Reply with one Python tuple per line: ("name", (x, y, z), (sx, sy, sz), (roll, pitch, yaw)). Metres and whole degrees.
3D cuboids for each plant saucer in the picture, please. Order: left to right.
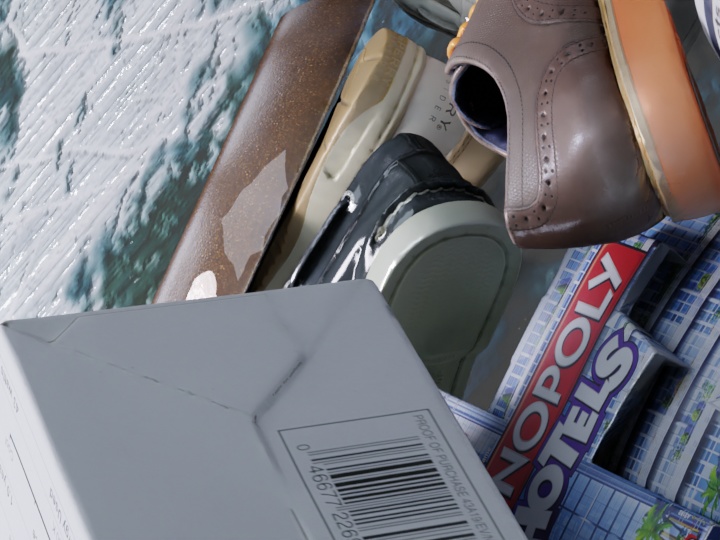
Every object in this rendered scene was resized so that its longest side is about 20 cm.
("plant saucer", (-0.048, -0.022, 1.110), (0.200, 0.032, 0.201), (-156, 90, -86))

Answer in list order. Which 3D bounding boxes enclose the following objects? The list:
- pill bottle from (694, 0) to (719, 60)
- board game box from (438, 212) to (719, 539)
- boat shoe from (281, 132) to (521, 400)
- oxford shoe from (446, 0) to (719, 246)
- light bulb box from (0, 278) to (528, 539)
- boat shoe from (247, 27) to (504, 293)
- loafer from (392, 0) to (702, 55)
("pill bottle", (0.162, -0.076, 0.834), (0.111, 0.111, 0.200), (-53, 32, 17))
("board game box", (0.073, 0.065, 0.912), (0.200, 0.062, 0.200), (22, 86, 59))
("boat shoe", (-0.009, 0.034, 1.008), (0.066, 0.074, 0.200), (63, 145, 37))
("oxford shoe", (0.057, -0.086, 0.927), (0.073, 0.071, 0.200), (-21, 40, 7))
("light bulb box", (-0.032, 0.143, 0.855), (0.198, 0.125, 0.200), (-120, 30, -48))
("boat shoe", (0.000, 0.000, 1.062), (0.200, 0.069, 0.074), (118, 175, -49))
("loafer", (0.056, -0.109, 1.064), (0.200, 0.070, 0.070), (19, 83, 60))
